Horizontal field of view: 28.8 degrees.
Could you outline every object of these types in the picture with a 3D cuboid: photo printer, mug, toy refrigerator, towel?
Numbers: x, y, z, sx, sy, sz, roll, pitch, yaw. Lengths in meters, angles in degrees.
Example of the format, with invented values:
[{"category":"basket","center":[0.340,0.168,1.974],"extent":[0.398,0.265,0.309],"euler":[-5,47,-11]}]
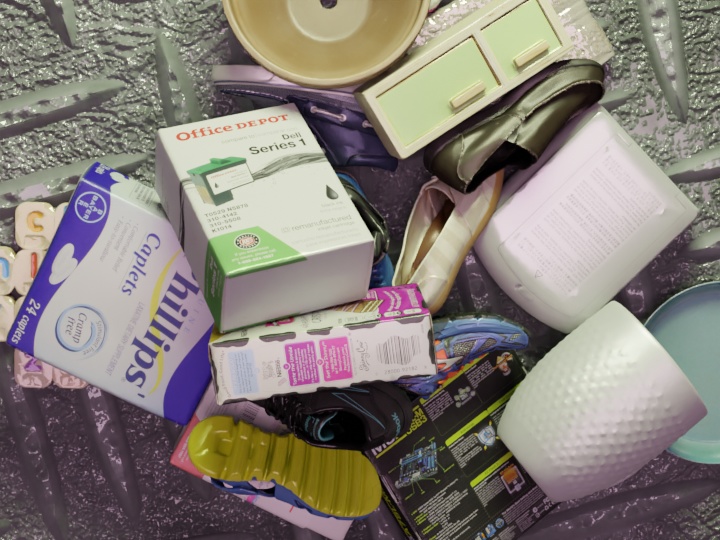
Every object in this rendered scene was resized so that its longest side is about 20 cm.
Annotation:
[{"category":"photo printer","center":[0.220,-0.047,1.430],"extent":[0.166,0.069,0.200],"euler":[44,97,-10]},{"category":"mug","center":[0.242,0.155,1.415],"extent":[0.175,0.148,0.200],"euler":[-39,136,0]},{"category":"toy refrigerator","center":[0.099,-0.193,1.349],"extent":[0.200,0.070,0.076],"euler":[-33,103,-4]},{"category":"towel","center":[0.141,-0.225,1.409],"extent":[0.199,0.034,0.133],"euler":[-30,102,3]}]

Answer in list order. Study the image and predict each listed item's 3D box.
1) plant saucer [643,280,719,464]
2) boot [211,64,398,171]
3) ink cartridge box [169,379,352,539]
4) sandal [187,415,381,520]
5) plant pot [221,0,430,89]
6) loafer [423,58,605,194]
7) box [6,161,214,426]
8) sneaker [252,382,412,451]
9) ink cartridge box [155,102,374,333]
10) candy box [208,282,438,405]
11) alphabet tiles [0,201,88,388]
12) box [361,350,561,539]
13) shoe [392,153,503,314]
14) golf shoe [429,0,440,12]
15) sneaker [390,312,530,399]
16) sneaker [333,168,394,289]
[{"category":"plant saucer","center":[0.380,0.106,1.491],"extent":[0.199,0.027,0.201],"euler":[0,102,-2]},{"category":"boot","center":[-0.052,-0.152,1.393],"extent":[0.199,0.073,0.091],"euler":[7,96,-5]},{"category":"ink cartridge box","center":[-0.083,0.186,1.465],"extent":[0.199,0.068,0.117],"euler":[28,99,-6]},{"category":"sandal","center":[-0.075,0.199,1.392],"extent":[0.199,0.087,0.080],"euler":[19,66,-3]},{"category":"plant pot","center":[-0.031,-0.269,1.351],"extent":[0.200,0.093,0.202],"euler":[0,87,1]},{"category":"loafer","center":[0.161,-0.133,1.367],"extent":[0.200,0.073,0.071],"euler":[-32,63,-2]},{"category":"box","center":[-0.219,0.022,1.392],"extent":[0.199,0.105,0.184],"euler":[26,99,-9]},{"category":"sneaker","center":[-0.051,0.123,1.353],"extent":[0.199,0.079,0.076],"euler":[13,118,21]},{"category":"ink cartridge box","center":[-0.094,-0.054,1.295],"extent":[0.146,0.200,0.085],"euler":[-14,141,-20]},{"category":"candy box","center":[-0.035,0.065,1.289],"extent":[0.199,0.136,0.061],"euler":[-9,101,-1]},{"category":"alphabet tiles","center":[-0.297,0.027,1.449],"extent":[0.199,0.015,0.197],"euler":[2,102,-3]},{"category":"box","center":[0.113,0.196,1.453],"extent":[0.200,0.047,0.194],"euler":[-36,101,-19]},{"category":"shoe","center":[0.086,-0.052,1.395],"extent":[0.053,0.070,0.201],"euler":[35,72,-41]},{"category":"golf shoe","center":[0.071,-0.349,1.350],"extent":[0.075,0.092,0.201],"euler":[8,101,-6]},{"category":"sneaker","center":[0.073,0.087,1.400],"extent":[0.199,0.075,0.079],"euler":[-11,94,1]},{"category":"sneaker","center":[-0.001,0.000,1.408],"extent":[0.076,0.111,0.201],"euler":[-15,102,0]}]
